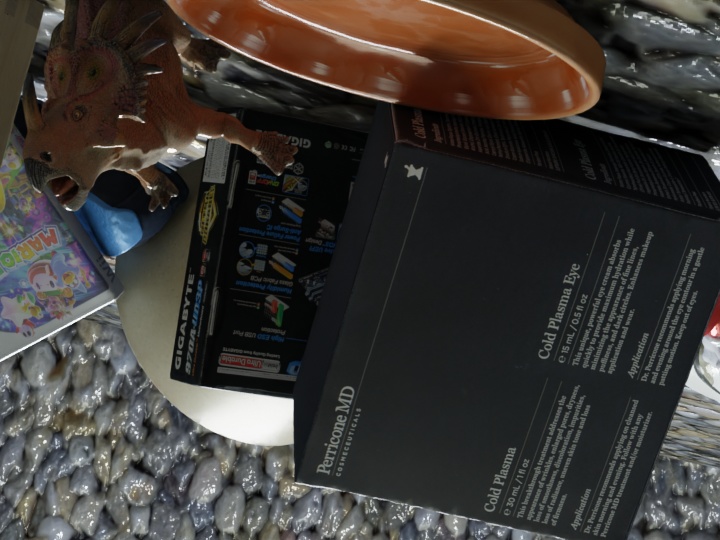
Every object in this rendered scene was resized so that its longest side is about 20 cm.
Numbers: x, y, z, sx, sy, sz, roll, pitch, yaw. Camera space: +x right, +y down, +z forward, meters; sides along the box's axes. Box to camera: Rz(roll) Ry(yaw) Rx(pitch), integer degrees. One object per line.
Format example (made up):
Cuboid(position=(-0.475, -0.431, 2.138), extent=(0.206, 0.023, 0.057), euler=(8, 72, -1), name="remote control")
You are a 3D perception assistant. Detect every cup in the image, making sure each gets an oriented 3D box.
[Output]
Cuboid(position=(-0.036, -0.004, 1.225), extent=(0.200, 0.201, 0.143), euler=(18, 152, -25), name="cup")

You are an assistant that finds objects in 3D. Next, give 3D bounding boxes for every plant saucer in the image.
Cuboid(position=(0.012, -0.112, 0.865), extent=(0.200, 0.032, 0.200), euler=(14, 173, 2), name="plant saucer")

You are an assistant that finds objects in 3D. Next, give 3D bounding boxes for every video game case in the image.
Cuboid(position=(-0.256, -0.039, 1.201), extent=(0.143, 0.200, 0.018), euler=(-27, -166, 26), name="video game case")

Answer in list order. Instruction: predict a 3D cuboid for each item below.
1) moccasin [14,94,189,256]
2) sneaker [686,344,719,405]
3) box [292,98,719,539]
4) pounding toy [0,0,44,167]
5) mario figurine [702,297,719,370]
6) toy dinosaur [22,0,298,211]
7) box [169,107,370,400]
Cuboid(position=(-0.178, -0.064, 1.250), extent=(0.200, 0.068, 0.081), euler=(36, 148, 42), name="moccasin")
Cuboid(position=(0.353, 0.097, 1.575), extent=(0.115, 0.076, 0.200), euler=(8, 168, 46), name="sneaker")
Cuboid(position=(0.075, 0.023, 1.014), extent=(0.182, 0.200, 0.104), euler=(14, -158, -9), name="box")
Cuboid(position=(-0.284, -0.068, 1.072), extent=(0.184, 0.200, 0.142), euler=(8, 171, 36), name="pounding toy")
Cuboid(position=(0.194, 0.039, 1.313), extent=(0.123, 0.106, 0.200), euler=(-21, 177, 4), name="mario figurine")
Cuboid(position=(-0.117, -0.101, 0.932), extent=(0.136, 0.086, 0.200), euler=(43, -165, -42), name="toy dinosaur")
Cuboid(position=(0.000, 0.000, 1.122), extent=(0.200, 0.159, 0.046), euler=(9, 180, -26), name="box")
